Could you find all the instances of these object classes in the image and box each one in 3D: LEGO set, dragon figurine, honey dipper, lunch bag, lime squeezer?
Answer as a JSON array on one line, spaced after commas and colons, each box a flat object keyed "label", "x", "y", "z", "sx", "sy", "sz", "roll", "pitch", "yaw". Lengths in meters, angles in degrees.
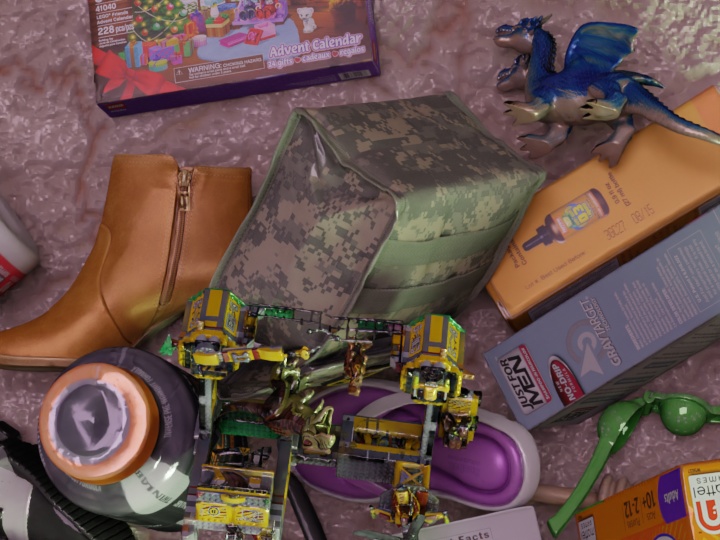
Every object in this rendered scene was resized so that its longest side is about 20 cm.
[{"label": "LEGO set", "x": -0.027, "y": 0.102, "z": 1.309, "sx": 0.198, "sy": 0.155, "sz": 0.116, "roll": 12, "pitch": 43, "yaw": -5}, {"label": "dragon figurine", "x": 0.158, "y": -0.123, "z": 1.467, "sx": 0.199, "sy": 0.059, "sz": 0.100, "roll": 2, "pitch": 50, "yaw": 37}, {"label": "honey dipper", "x": 0.106, "y": 0.143, "z": 1.481, "sx": 0.198, "sy": 0.038, "sz": 0.038, "roll": 9, "pitch": 81, "yaw": 14}, {"label": "lunch bag", "x": 0.000, "y": 0.000, "z": 1.423, "sx": 0.118, "sy": 0.163, "sz": 0.201, "roll": 43, "pitch": 121, "yaw": 26}, {"label": "lime squeezer", "x": 0.200, "y": 0.107, "z": 1.456, "sx": 0.198, "sy": 0.038, "sz": 0.071, "roll": -17, "pitch": 43, "yaw": -15}]

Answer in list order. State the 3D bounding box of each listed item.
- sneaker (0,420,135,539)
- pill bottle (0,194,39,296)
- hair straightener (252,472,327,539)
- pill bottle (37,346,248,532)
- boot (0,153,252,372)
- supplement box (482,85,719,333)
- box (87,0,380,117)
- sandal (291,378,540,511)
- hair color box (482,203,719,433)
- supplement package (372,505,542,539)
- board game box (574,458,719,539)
[{"label": "sneaker", "x": -0.243, "y": 0.159, "z": 1.522, "sx": 0.199, "sy": 0.074, "sz": 0.089, "roll": 33, "pitch": 101, "yaw": 14}, {"label": "pill bottle", "x": -0.328, "y": 0.011, "z": 1.532, "sx": 0.200, "sy": 0.120, "sz": 0.120, "roll": -40, "pitch": 76, "yaw": 1}, {"label": "hair straightener", "x": -0.002, "y": 0.217, "z": 1.479, "sx": 0.077, "sy": 0.041, "sz": 0.201, "roll": -32, "pitch": 76, "yaw": 3}, {"label": "pill bottle", "x": -0.143, "y": 0.108, "z": 1.440, "sx": 0.105, "sy": 0.200, "sz": 0.107, "roll": -2, "pitch": 80, "yaw": 10}, {"label": "boot", "x": -0.168, "y": -0.006, "z": 1.527, "sx": 0.199, "sy": 0.071, "sz": 0.146, "roll": -3, "pitch": 86, "yaw": -6}, {"label": "supplement box", "x": 0.168, "y": -0.038, "z": 1.488, "sx": 0.199, "sy": 0.069, "sz": 0.067, "roll": -30, "pitch": 74, "yaw": 1}, {"label": "box", "x": -0.092, "y": -0.191, "z": 1.572, "sx": 0.198, "sy": 0.039, "sz": 0.138, "roll": -9, "pitch": 77, "yaw": 8}, {"label": "sandal", "x": 0.023, "y": 0.113, "z": 1.447, "sx": 0.201, "sy": 0.050, "sz": 0.083, "roll": -1, "pitch": 94, "yaw": 38}, {"label": "hair color box", "x": 0.186, "y": 0.027, "z": 1.423, "sx": 0.199, "sy": 0.099, "sz": 0.061, "roll": -34, "pitch": 75, "yaw": 23}, {"label": "supplement package", "x": 0.069, "y": 0.262, "z": 1.408, "sx": 0.108, "sy": 0.114, "sz": 0.202, "roll": -10, "pitch": 78, "yaw": -14}, {"label": "board game box", "x": 0.263, "y": 0.215, "z": 1.326, "sx": 0.198, "sy": 0.200, "sz": 0.202, "roll": -6, "pitch": 78, "yaw": -13}]
